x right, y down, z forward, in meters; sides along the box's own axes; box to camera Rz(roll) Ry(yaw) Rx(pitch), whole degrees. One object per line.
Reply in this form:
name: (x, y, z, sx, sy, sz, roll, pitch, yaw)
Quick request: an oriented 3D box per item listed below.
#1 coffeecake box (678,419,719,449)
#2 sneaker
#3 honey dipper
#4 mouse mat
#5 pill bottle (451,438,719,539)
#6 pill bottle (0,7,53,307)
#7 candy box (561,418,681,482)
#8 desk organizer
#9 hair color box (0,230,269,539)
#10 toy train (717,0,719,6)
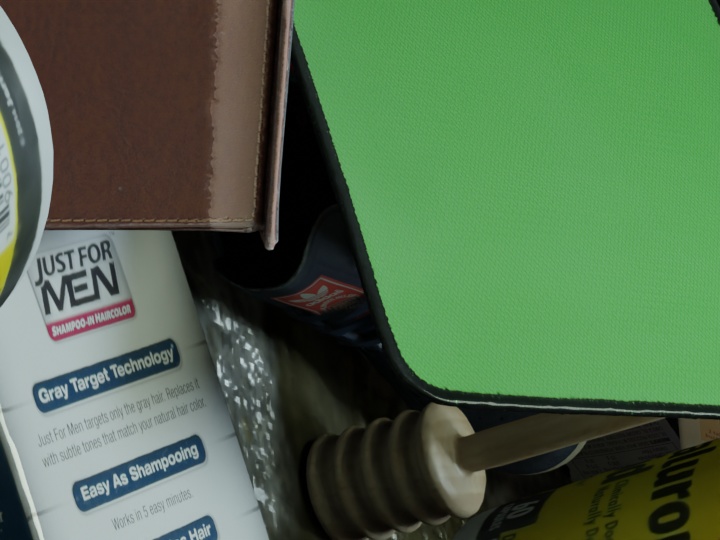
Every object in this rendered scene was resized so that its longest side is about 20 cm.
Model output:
coffeecake box: (0.188, 0.055, 0.954, 0.073, 0.153, 0.201, -54, 147, -37)
sneaker: (0.000, 0.000, 0.898, 0.200, 0.075, 0.085, 51, 31, -18)
honey dipper: (0.075, 0.041, 0.869, 0.038, 0.199, 0.038, 40, 40, -45)
mouse mat: (0.051, -0.043, 0.792, 0.160, 0.008, 0.201, 5, 53, -31)
pill bottle: (0.130, 0.096, 0.818, 0.111, 0.199, 0.112, 43, 37, -45)
pill bottle: (-0.149, 0.007, 0.563, 0.115, 0.114, 0.200, 64, 28, -15)
candy box: (0.128, 0.038, 1.108, 0.200, 0.061, 0.137, 53, 41, -34)
desk organizer: (-0.072, -0.078, 0.760, 0.200, 0.077, 0.072, -114, -154, -64)
hair color box: (-0.068, 0.089, 0.724, 0.100, 0.060, 0.201, -18, 90, -62)
toy train: (0.076, -0.145, 0.965, 0.056, 0.042, 0.201, -26, 88, -23)
